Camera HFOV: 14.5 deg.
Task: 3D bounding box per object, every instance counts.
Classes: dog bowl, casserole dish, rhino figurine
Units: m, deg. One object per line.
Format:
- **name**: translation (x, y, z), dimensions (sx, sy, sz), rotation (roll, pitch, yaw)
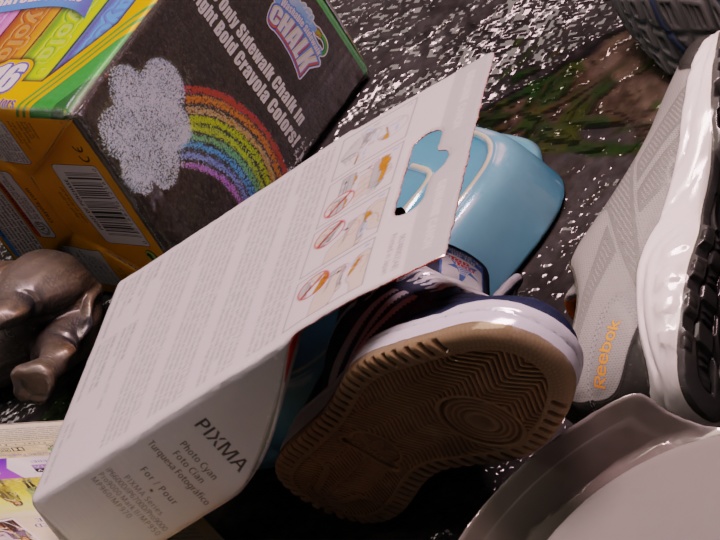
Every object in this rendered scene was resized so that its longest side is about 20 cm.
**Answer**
- **dog bowl**: translation (0.119, 0.121, 0.940), dimensions (0.200, 0.059, 0.200), rotation (-22, 36, 17)
- **casserole dish**: translation (0.000, 0.000, 1.206), dimensions (0.121, 0.039, 0.200), rotation (16, 57, 48)
- **rhino figurine**: translation (-0.203, 0.033, 1.310), dimensions (0.200, 0.060, 0.087), rotation (-10, 22, 33)

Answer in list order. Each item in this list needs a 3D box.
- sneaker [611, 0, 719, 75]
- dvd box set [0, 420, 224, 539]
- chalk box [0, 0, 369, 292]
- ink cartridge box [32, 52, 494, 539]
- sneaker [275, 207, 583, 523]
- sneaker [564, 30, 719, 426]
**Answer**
- **sneaker**: translation (0.189, -0.127, 1.184), dimensions (0.200, 0.075, 0.087), rotation (0, 28, 47)
- **dvd box set**: translation (-0.127, 0.113, 1.106), dimensions (0.146, 0.029, 0.200), rotation (-3, 22, -29)
- **chalk box**: translation (-0.092, -0.101, 1.331), dimensions (0.124, 0.125, 0.200), rotation (4, 48, 42)
- **ink cartridge box**: translation (-0.025, 0.014, 1.081), dimensions (0.200, 0.047, 0.160), rotation (-31, 22, 25)
- **sneaker**: translation (0.035, 0.020, 1.056), dimensions (0.200, 0.070, 0.109), rotation (-38, 23, 60)
- **sneaker**: translation (0.120, -0.020, 1.102), dimensions (0.079, 0.074, 0.200), rotation (-15, 38, 34)
